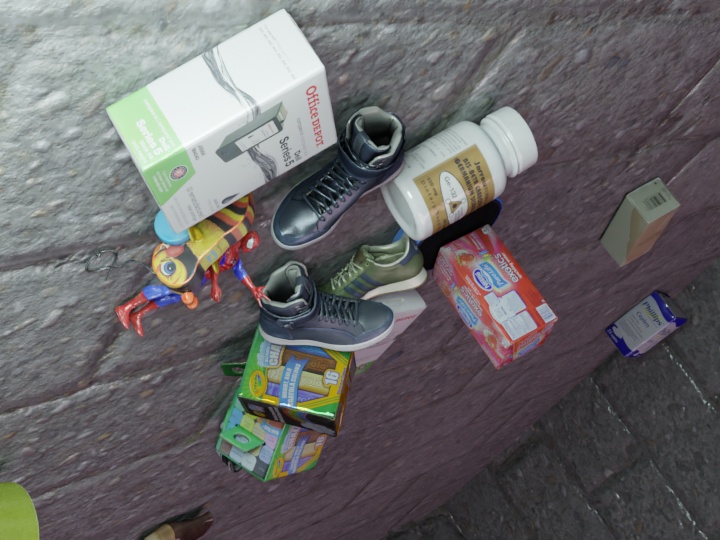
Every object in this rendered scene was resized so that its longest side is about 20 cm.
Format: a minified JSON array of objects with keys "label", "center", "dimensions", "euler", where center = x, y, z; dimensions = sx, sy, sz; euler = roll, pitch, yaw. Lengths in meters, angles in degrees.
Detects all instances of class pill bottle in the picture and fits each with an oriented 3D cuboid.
[{"label":"pill bottle","center":[0.133,-0.135,1.418],"dimensions":[0.199,0.115,0.115],"euler":[-30,159,-11]}]

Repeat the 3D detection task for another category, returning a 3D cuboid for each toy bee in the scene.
[{"label":"toy bee","center":[-0.193,-0.015,1.202],"dimensions":[0.200,0.109,0.131],"euler":[-40,161,15]}]

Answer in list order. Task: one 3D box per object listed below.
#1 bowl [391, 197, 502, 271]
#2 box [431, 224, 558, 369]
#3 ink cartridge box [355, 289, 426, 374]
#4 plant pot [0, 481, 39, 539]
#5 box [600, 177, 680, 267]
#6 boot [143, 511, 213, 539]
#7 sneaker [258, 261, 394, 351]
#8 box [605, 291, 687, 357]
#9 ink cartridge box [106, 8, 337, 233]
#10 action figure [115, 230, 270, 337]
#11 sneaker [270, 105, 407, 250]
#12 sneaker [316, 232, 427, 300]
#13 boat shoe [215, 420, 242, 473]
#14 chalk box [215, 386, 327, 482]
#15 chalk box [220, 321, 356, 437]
[{"label":"bowl","center":[0.142,-0.068,1.688],"dimensions":[0.199,0.040,0.201],"euler":[-30,159,-13]},{"label":"box","center":[0.211,0.041,1.692],"dimensions":[0.099,0.201,0.096],"euler":[-25,156,-21]},{"label":"ink cartridge box","center":[-0.005,0.096,1.764],"dimensions":[0.145,0.085,0.200],"euler":[-10,148,-49]},{"label":"plant pot","center":[-0.577,0.381,1.443],"dimensions":[0.199,0.188,0.187],"euler":[15,130,-45]},{"label":"box","center":[0.591,-0.100,2.241],"dimensions":[0.094,0.078,0.200],"euler":[-28,159,-16]},{"label":"boot","center":[-0.413,0.610,2.307],"dimensions":[0.165,0.073,0.201],"euler":[-14,148,-38]},{"label":"sneaker","center":[-0.049,0.051,1.507],"dimensions":[0.200,0.078,0.147],"euler":[-2,148,-2]},{"label":"box","center":[0.877,0.168,3.234],"dimensions":[0.200,0.105,0.183],"euler":[-42,159,19]},{"label":"ink cartridge box","center":[-0.129,-0.144,1.043],"dimensions":[0.199,0.084,0.146],"euler":[-31,159,-8]},{"label":"action figure","center":[-0.197,0.031,1.321],"dimensions":[0.199,0.099,0.065],"euler":[-37,161,2]},{"label":"sneaker","center":[-0.027,-0.113,1.257],"dimensions":[0.202,0.077,0.146],"euler":[-40,172,-11]},{"label":"sneaker","center":[0.000,0.000,1.605],"dimensions":[0.198,0.067,0.090],"euler":[-17,128,-3]},{"label":"boat shoe","center":[-0.223,0.318,1.952],"dimensions":[0.073,0.068,0.200],"euler":[-20,155,-33]},{"label":"chalk box","center":[-0.159,0.276,1.827],"dimensions":[0.199,0.124,0.125],"euler":[3,111,-60]},{"label":"chalk box","center":[-0.117,0.165,1.643],"dimensions":[0.125,0.198,0.125],"euler":[87,18,-69]}]
